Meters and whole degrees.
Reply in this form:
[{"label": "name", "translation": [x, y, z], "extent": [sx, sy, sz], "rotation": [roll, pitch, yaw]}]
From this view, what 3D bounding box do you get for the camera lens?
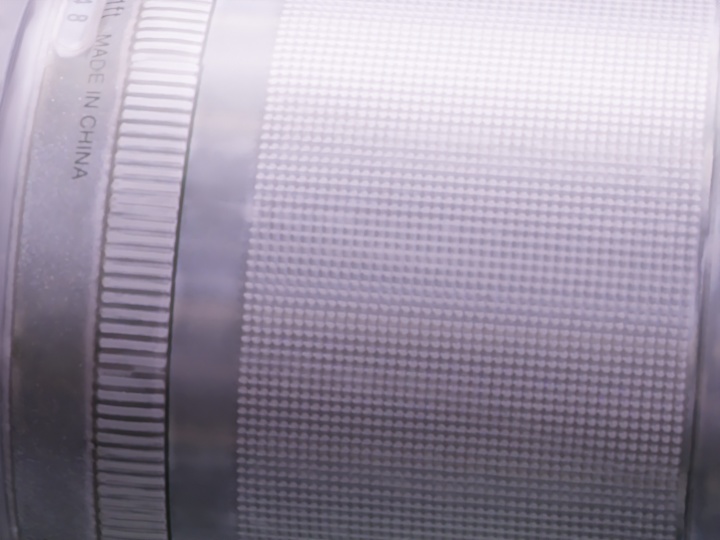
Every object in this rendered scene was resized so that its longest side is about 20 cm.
[{"label": "camera lens", "translation": [0.011, 0.007, 0.639], "extent": [0.198, 0.161, 0.160], "rotation": [5, 9, 7]}]
